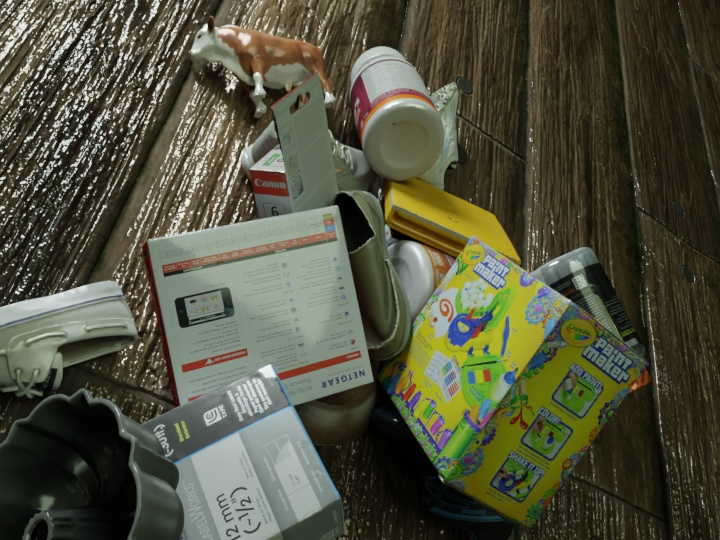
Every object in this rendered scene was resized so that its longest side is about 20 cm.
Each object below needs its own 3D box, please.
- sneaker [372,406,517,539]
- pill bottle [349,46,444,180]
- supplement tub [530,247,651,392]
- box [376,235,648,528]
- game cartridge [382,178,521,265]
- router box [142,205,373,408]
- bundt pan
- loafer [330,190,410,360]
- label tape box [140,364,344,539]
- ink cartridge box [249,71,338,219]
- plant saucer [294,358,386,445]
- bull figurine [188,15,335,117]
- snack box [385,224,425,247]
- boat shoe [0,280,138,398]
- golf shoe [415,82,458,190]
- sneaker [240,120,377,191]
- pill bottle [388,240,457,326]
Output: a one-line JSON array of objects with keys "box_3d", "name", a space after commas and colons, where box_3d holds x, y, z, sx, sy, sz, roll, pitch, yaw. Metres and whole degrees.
[{"box_3d": [0.085, 0.228, 0.769, 0.198, 0.083, 0.073, 37, 5, 7], "name": "sneaker"}, {"box_3d": [0.042, -0.219, 0.953, 0.107, 0.111, 0.203, 20, 32, -24], "name": "pill bottle"}, {"box_3d": [0.319, 0.083, 0.999, 0.120, 0.122, 0.204, -11, 70, -39], "name": "supplement tub"}, {"box_3d": [0.140, 0.101, 0.716, 0.120, 0.195, 0.200, 32, 8, -24], "name": "box"}, {"box_3d": [0.110, -0.067, 0.918, 0.172, 0.033, 0.201, 24, 18, -7], "name": "game cartridge"}, {"box_3d": [-0.098, 0.045, 0.695, 0.195, 0.049, 0.185, -11, 89, -24], "name": "router box"}, {"box_3d": [-0.204, 0.197, 0.512, 0.075, 0.197, 0.207, 36, 41, -50], "name": "bundt pan"}, {"box_3d": [0.000, 0.000, 0.783, 0.069, 0.074, 0.205, 26, 45, -59], "name": "loafer"}, {"box_3d": [-0.129, 0.185, 0.571, 0.195, 0.067, 0.144, -22, 50, -18], "name": "label tape box"}, {"box_3d": [-0.072, -0.102, 0.783, 0.109, 0.049, 0.205, -52, 141, -49], "name": "ink cartridge box"}, {"box_3d": [-0.042, 0.089, 0.790, 0.196, 0.037, 0.206, 18, 54, -26], "name": "plant saucer"}, {"box_3d": [-0.122, -0.263, 0.923, 0.196, 0.065, 0.125, -8, 72, -36], "name": "bull figurine"}, {"box_3d": [0.099, -0.016, 0.931, 0.195, 0.072, 0.025, 11, 57, -31], "name": "snack box"}, {"box_3d": [-0.282, 0.072, 0.605, 0.198, 0.071, 0.071, -21, 73, -49], "name": "boat shoe"}, {"box_3d": [0.114, -0.198, 1.067, 0.098, 0.077, 0.203, 48, 49, -26], "name": "golf shoe"}, {"box_3d": [-0.046, -0.141, 0.885, 0.196, 0.092, 0.078, -2, 63, -38], "name": "sneaker"}, {"box_3d": [0.116, 0.035, 0.881, 0.196, 0.112, 0.115, 11, 57, -36], "name": "pill bottle"}]
